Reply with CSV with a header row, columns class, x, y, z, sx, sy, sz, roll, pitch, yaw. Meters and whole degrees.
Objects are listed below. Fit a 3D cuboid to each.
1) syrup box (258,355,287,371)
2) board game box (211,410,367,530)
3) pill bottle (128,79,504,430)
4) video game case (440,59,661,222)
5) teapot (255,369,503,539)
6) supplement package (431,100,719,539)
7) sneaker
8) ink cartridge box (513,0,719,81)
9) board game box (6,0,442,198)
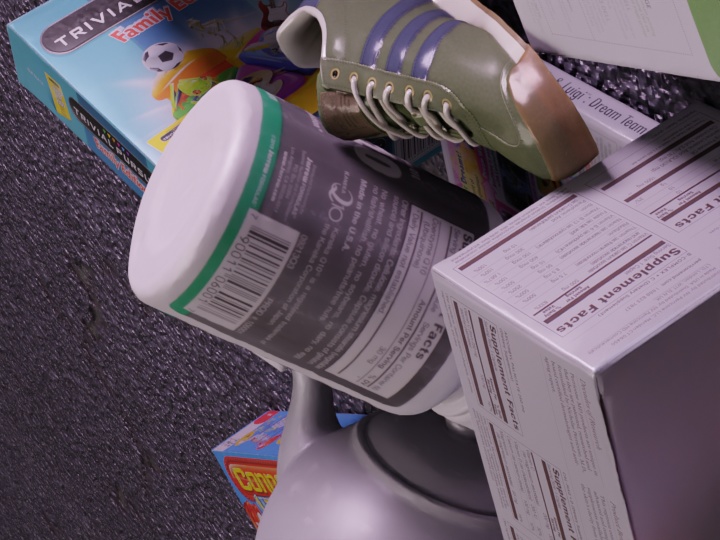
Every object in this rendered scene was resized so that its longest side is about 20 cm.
class,x,y,z,sx,sy,sz,roll,pitch,yaw
syrup box,-0.063,-0.047,1.315,0.079,0.081,0.201,31,145,48
board game box,-0.003,0.197,1.543,0.197,0.056,0.200,61,157,-10
pill bottle,0.000,0.000,1.040,0.199,0.114,0.113,25,168,-22
video game case,0.107,-0.015,1.087,0.182,0.024,0.201,35,150,43
teapot,0.042,0.149,1.278,0.198,0.199,0.147,-115,44,-61
supplement package,0.141,0.060,0.940,0.111,0.155,0.201,33,147,48
sneaker,0.026,-0.082,0.986,0.067,0.090,0.200,56,179,-41
ink cartridge box,0.126,-0.132,0.843,0.200,0.059,0.104,20,139,57
board game box,-0.071,-0.100,1.168,0.200,0.151,0.047,42,153,32
